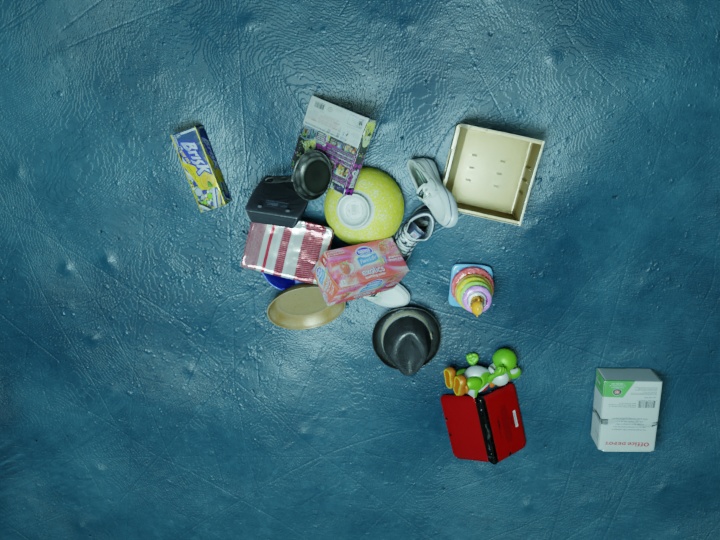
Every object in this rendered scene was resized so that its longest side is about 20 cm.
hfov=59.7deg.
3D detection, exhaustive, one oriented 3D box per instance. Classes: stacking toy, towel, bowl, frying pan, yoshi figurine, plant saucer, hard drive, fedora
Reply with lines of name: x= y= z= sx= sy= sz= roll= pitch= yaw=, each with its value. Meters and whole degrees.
stacking toy: x=0.277 y=0.062 z=1.514 sx=0.109 sy=0.200 sz=0.116 roll=5 pitch=105 yaw=3
towel: x=-0.174 y=-0.054 z=1.504 sx=0.199 sy=0.023 sz=0.144 roll=14 pitch=88 yaw=-7
bowl: x=-0.003 y=-0.148 z=1.503 sx=0.200 sy=0.108 sz=0.201 roll=3 pitch=100 yaw=15
frying pan: x=-0.137 y=-0.204 z=1.469 sx=0.190 sy=0.031 sz=0.115 roll=-27 pitch=75 yaw=32
yoshi figurine: x=0.322 y=0.251 z=1.610 sx=0.199 sy=0.112 sz=0.113 roll=-9 pitch=65 yaw=-19
plant saucer: x=-0.139 y=0.085 z=1.590 sx=0.200 sy=0.036 sz=0.200 roll=-8 pitch=146 yaw=-6
hard drive: x=-0.190 y=-0.163 z=1.488 sx=0.134 sy=0.200 sz=0.042 roll=9 pitch=122 yaw=1
fedora: x=0.119 y=0.195 z=1.598 sx=0.200 sy=0.092 sz=0.201 roll=0 pitch=118 yaw=0

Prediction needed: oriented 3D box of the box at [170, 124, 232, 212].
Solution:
box: x=-0.390 y=-0.251 z=1.542 sx=0.070 sy=0.064 sz=0.200 roll=-17 pitch=105 yaw=9

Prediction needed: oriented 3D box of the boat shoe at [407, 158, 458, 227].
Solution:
boat shoe: x=0.160 y=-0.181 z=1.469 sx=0.067 sy=0.200 sz=0.074 roll=-1 pitch=141 yaw=-29

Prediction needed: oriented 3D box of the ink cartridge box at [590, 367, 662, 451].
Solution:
ink cartridge box: x=0.687 y=0.362 z=1.631 sx=0.146 sy=0.084 sz=0.201 roll=1 pitch=106 yaw=4

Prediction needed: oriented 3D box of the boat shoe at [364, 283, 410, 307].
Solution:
boat shoe: x=0.030 y=0.050 z=1.589 sx=0.200 sy=0.067 sz=0.074 roll=20 pitch=106 yaw=-2

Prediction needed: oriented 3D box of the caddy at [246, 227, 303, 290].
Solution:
caddy: x=-0.193 y=-0.045 z=1.564 sx=0.141 sy=0.105 sz=0.200 roll=-31 pitch=101 yaw=11

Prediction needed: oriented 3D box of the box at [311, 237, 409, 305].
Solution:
box: x=0.000 y=0.000 z=1.491 sx=0.103 sy=0.200 sz=0.095 roll=64 pitch=145 yaw=20

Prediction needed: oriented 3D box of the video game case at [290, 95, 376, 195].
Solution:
video game case: x=-0.068 y=-0.294 z=1.463 sx=0.200 sy=0.036 sz=0.182 roll=31 pitch=110 yaw=37

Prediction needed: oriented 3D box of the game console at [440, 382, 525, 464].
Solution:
game console: x=0.335 y=0.408 z=1.704 sx=0.172 sy=0.119 sz=0.201 roll=-21 pitch=106 yaw=-23

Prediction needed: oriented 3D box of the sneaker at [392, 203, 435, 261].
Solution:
sneaker: x=0.115 y=-0.073 z=1.534 sx=0.070 sy=0.109 sz=0.200 roll=35 pitch=105 yaw=-6

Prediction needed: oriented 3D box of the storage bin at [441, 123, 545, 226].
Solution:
storage bin: x=0.303 y=-0.231 z=1.485 sx=0.198 sy=0.094 sz=0.201 roll=12 pitch=107 yaw=0
